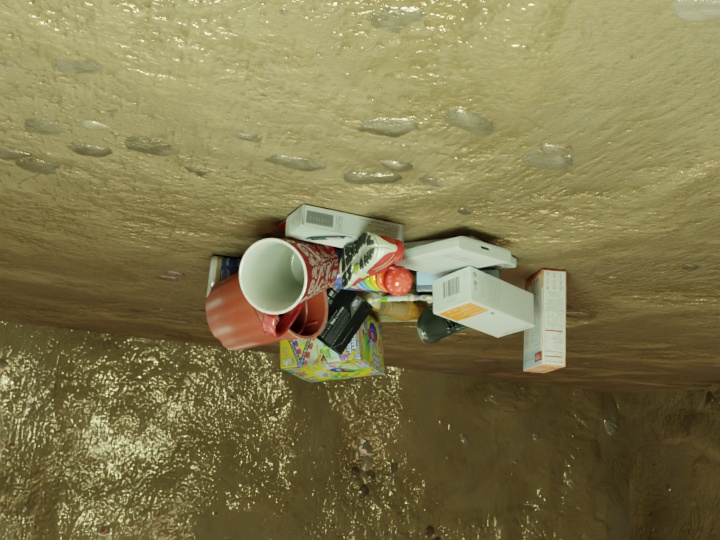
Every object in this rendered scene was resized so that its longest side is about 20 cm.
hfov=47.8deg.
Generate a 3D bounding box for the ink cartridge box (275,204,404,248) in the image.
[{"bbox_3d":[-0.044,-0.064,1.493,0.197,0.044,0.173,10,165,-22],"label":"ink cartridge box"}]

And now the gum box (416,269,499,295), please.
[{"bbox_3d":[0.206,0.030,1.729,0.167,0.045,0.200,-1,175,7],"label":"gum box"}]

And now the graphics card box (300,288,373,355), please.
[{"bbox_3d":[-0.079,0.076,1.734,0.199,0.126,0.051,32,175,40],"label":"graphics card box"}]

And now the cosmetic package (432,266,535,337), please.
[{"bbox_3d":[0.242,0.065,1.590,0.198,0.072,0.101,20,150,-37],"label":"cosmetic package"}]

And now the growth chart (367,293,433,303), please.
[{"bbox_3d":[0.133,0.058,1.685,0.198,0.018,0.144,2,175,-41],"label":"growth chart"}]

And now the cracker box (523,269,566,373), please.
[{"bbox_3d":[0.392,0.111,1.730,0.057,0.203,0.134,5,168,-4],"label":"cracker box"}]

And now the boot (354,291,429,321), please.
[{"bbox_3d":[0.060,0.064,1.827,0.143,0.072,0.200,15,-168,-44],"label":"boot"}]

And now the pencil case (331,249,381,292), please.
[{"bbox_3d":[0.000,0.000,1.672,0.197,0.088,0.079,6,142,-10],"label":"pencil case"}]

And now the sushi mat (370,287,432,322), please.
[{"bbox_3d":[0.102,0.083,1.964,0.197,0.097,0.012,-3,142,33],"label":"sushi mat"}]

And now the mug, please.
[{"bbox_3d":[-0.136,0.015,1.517,0.133,0.178,0.200,43,-162,9],"label":"mug"}]

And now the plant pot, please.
[{"bbox_3d":[-0.202,0.068,1.672,0.193,0.204,0.200,-20,156,31],"label":"plant pot"}]

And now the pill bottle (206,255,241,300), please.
[{"bbox_3d":[-0.244,0.033,1.830,0.197,0.113,0.111,7,167,-11],"label":"pill bottle"}]

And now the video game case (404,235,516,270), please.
[{"bbox_3d":[0.181,-0.028,1.611,0.198,0.023,0.181,-6,164,38],"label":"video game case"}]

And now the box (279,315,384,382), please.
[{"bbox_3d":[-0.062,0.175,1.874,0.190,0.124,0.200,-8,161,15],"label":"box"}]

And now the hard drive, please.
[{"bbox_3d":[0.165,-0.025,1.518,0.130,0.027,0.199,13,165,-33],"label":"hard drive"}]

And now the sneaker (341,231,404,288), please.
[{"bbox_3d":[0.019,-0.012,1.442,0.084,0.078,0.200,3,168,-20],"label":"sneaker"}]

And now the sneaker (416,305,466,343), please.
[{"bbox_3d":[0.199,0.096,1.743,0.199,0.076,0.079,-24,180,-41],"label":"sneaker"}]

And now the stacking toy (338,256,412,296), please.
[{"bbox_3d":[0.034,0.005,1.528,0.084,0.087,0.199,11,-177,-26],"label":"stacking toy"}]
